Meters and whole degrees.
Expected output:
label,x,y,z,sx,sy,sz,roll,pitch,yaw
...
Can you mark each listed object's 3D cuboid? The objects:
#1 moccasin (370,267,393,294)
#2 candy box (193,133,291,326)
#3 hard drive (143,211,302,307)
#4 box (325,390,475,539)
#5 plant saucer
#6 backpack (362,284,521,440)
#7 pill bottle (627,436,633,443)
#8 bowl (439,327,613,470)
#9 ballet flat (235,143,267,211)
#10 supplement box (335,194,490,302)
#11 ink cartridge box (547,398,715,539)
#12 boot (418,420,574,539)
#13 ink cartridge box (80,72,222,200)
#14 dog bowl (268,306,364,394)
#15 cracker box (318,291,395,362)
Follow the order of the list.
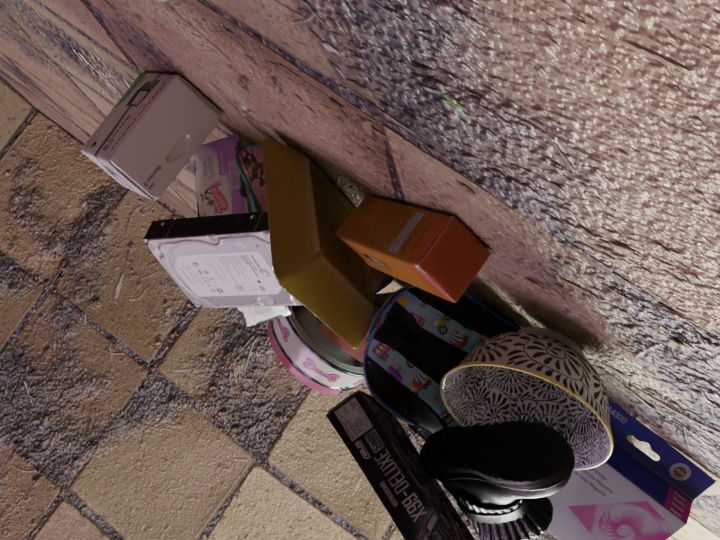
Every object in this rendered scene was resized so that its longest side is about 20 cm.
label,x,y,z,sx,sy,sz,roll,pitch,yaw
moccasin,-0.001,0.001,1.388,0.078,0.073,0.201,58,-168,3
candy box,-0.162,-0.054,1.339,0.201,0.070,0.170,70,-174,-48
hard drive,-0.155,-0.009,1.208,0.197,0.038,0.141,-3,139,27
box,0.050,0.239,1.116,0.201,0.049,0.158,56,-177,18
plant saucer,-0.041,-0.036,1.156,0.200,0.048,0.203,45,-150,-51
backpack,0.088,0.104,1.186,0.199,0.184,0.134,33,179,-21
pill bottle,0.331,0.272,1.389,0.109,0.110,0.200,34,172,19
bowl,0.195,0.127,1.079,0.198,0.095,0.202,21,148,13
ballet flat,-0.095,-0.067,1.230,0.069,0.070,0.203,-101,-7,-65
supplement box,0.050,-0.028,1.026,0.066,0.069,0.199,40,170,-27
ink cartridge box,0.314,0.281,1.251,0.195,0.201,0.043,36,-147,-1
boot,0.179,0.246,1.090,0.209,0.080,0.158,-5,130,51
ink cartridge box,-0.285,-0.185,1.311,0.084,0.146,0.199,40,171,-27
dog bowl,-0.055,0.100,1.483,0.198,0.074,0.202,30,-148,-20
cracker box,0.051,0.089,1.448,0.133,0.059,0.199,32,-158,31
